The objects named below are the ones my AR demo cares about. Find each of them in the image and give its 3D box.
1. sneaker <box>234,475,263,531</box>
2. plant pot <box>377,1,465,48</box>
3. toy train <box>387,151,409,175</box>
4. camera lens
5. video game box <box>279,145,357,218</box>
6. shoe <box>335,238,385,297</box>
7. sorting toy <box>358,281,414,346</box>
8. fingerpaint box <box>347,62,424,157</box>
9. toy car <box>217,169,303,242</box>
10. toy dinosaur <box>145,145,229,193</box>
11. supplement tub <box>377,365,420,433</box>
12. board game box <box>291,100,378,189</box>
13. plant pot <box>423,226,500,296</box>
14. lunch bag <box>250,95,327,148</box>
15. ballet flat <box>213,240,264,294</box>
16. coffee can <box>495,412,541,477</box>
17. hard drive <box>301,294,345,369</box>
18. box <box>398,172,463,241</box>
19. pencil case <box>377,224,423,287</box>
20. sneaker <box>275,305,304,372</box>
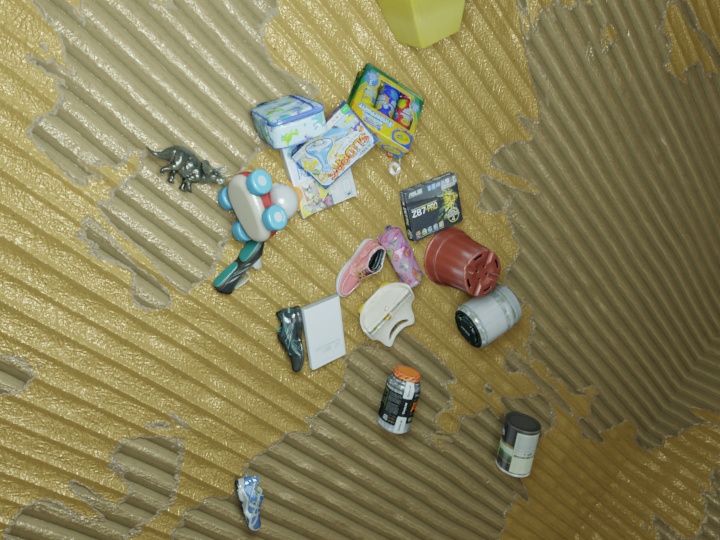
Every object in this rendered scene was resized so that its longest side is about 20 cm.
[{"bbox_3d":[-0.340,0.741,1.708,0.075,0.076,0.205,-16,115,-17],"label":"sneaker"},{"bbox_3d":[0.168,-0.716,1.440,0.197,0.200,0.179,-31,129,-15],"label":"plant pot"},{"bbox_3d":[0.046,-0.368,1.545,0.199,0.055,0.152,38,71,-18],"label":"toy train"},{"bbox_3d":[0.442,0.160,1.883,0.197,0.159,0.163,-30,118,-16],"label":"camera lens"},{"bbox_3d":[-0.116,-0.275,1.511,0.179,0.047,0.204,-25,116,-20],"label":"video game box"},{"bbox_3d":[0.000,0.000,1.636,0.071,0.091,0.202,33,90,-32],"label":"shoe"},{"bbox_3d":[0.097,0.155,1.742,0.200,0.106,0.181,-44,128,-9],"label":"sorting toy"},{"bbox_3d":[0.063,-0.440,1.488,0.197,0.073,0.170,25,75,-21],"label":"fingerpaint box"},{"bbox_3d":[-0.234,-0.189,1.414,0.199,0.182,0.180,-34,104,-42],"label":"toy car"},{"bbox_3d":[-0.439,-0.260,1.342,0.198,0.076,0.104,33,78,-27],"label":"toy dinosaur"},{"bbox_3d":[0.135,0.436,1.834,0.120,0.122,0.205,8,103,-29],"label":"supplement tub"},{"bbox_3d":[-0.068,-0.328,1.428,0.199,0.035,0.135,-40,121,18],"label":"board game box"},{"bbox_3d":[0.339,-0.020,1.749,0.196,0.195,0.206,-9,110,-25],"label":"plant pot"},{"bbox_3d":[-0.178,-0.379,1.354,0.158,0.200,0.084,-22,123,-17],"label":"lunch bag"},{"bbox_3d":[-0.320,-0.015,1.483,0.200,0.068,0.068,-46,131,3],"label":"ballet flat"},{"bbox_3d":[0.635,0.700,2.171,0.143,0.146,0.205,0,106,-27],"label":"coffee can"},{"bbox_3d":[-0.112,0.190,1.666,0.130,0.026,0.205,-21,115,-33],"label":"hard drive"},{"bbox_3d":[0.227,-0.204,1.715,0.196,0.049,0.165,-22,112,-20],"label":"box"},{"bbox_3d":[0.128,-0.041,1.699,0.087,0.087,0.202,-37,119,-12],"label":"pencil case"},{"bbox_3d":[-0.210,0.207,1.614,0.077,0.075,0.206,-5,101,-16],"label":"sneaker"}]
